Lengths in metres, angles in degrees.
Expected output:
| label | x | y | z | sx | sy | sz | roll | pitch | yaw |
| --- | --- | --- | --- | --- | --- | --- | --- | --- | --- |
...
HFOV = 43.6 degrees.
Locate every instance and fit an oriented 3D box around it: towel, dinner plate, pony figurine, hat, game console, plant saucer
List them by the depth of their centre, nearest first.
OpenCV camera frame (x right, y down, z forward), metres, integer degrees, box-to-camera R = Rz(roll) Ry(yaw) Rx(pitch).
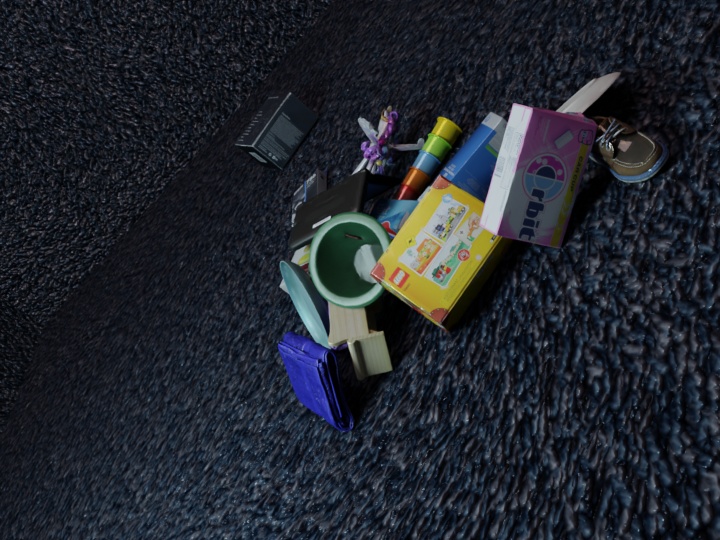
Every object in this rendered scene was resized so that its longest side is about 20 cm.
| label | x | y | z | sx | sy | sz | roll | pitch | yaw |
| --- | --- | --- | --- | --- | --- | --- | --- | --- | --- |
| dinner plate | 0.338 | -0.258 | 1.465 | 0.200 | 0.024 | 0.200 | -44 | 2 | 2 |
| towel | -0.083 | 0.192 | 1.568 | 0.049 | 0.149 | 0.200 | -18 | 13 | -21 |
| hat | 0.035 | -0.015 | 1.619 | 0.198 | 0.176 | 0.167 | 8 | 93 | 31 |
| plant saucer | -0.095 | 0.066 | 1.716 | 0.027 | 0.201 | 0.200 | -28 | 21 | -13 |
| game console | -0.029 | -0.114 | 1.811 | 0.199 | 0.116 | 0.177 | -26 | 40 | 36 |
| pony figurine | 0.043 | -0.263 | 1.969 | 0.202 | 0.165 | 0.193 | -66 | 15 | 7 |

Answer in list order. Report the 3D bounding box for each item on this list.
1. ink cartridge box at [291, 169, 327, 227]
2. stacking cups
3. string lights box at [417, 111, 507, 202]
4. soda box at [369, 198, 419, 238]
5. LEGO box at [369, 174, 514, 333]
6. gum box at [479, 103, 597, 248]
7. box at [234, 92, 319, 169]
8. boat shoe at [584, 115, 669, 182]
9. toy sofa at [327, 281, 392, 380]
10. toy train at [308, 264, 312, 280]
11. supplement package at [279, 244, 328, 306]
| label | x | y | z | sx | sy | sz | roll | pitch | yaw |
| --- | --- | --- | --- | --- | --- | --- | --- | --- | --- |
| ink cartridge box | -0.128 | -0.186 | 2.275 | 0.099 | 0.039 | 0.201 | -43 | 25 | 23 |
| stacking cups | 0.135 | -0.211 | 1.826 | 0.201 | 0.060 | 0.060 | -60 | 25 | -8 |
| string lights box | 0.205 | -0.163 | 1.570 | 0.200 | 0.103 | 0.059 | -49 | 25 | 6 |
| soda box | 0.085 | -0.092 | 1.737 | 0.068 | 0.064 | 0.200 | -57 | 24 | -10 |
| LEGO box | 0.135 | -0.027 | 1.449 | 0.148 | 0.077 | 0.201 | 35 | 88 | 23 |
| gum box | 0.264 | -0.145 | 1.337 | 0.066 | 0.112 | 0.202 | -136 | 58 | -66 |
| box | -0.253 | -0.420 | 2.709 | 0.197 | 0.124 | 0.200 | -57 | 24 | -5 |
| boat shoe | 0.375 | -0.186 | 1.335 | 0.072 | 0.072 | 0.200 | -52 | 24 | 2 |
| toy sofa | -0.006 | 0.098 | 1.579 | 0.097 | 0.083 | 0.201 | -13 | 32 | 2 |
| toy train | 0.000 | 0.000 | 1.664 | 0.034 | 0.198 | 0.046 | -138 | 46 | -67 |
| supplement package | -0.051 | -0.003 | 1.803 | 0.199 | 0.109 | 0.114 | -22 | 37 | 49 |
